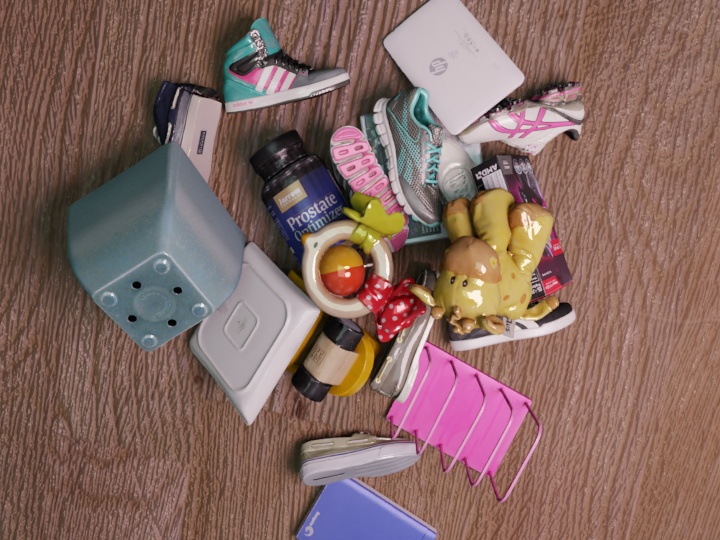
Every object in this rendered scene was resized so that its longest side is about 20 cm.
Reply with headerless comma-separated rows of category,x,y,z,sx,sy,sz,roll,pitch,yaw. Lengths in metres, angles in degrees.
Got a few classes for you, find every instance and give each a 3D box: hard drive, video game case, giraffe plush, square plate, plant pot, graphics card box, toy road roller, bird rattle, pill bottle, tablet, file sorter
hard drive,0.009,0.428,1.017,0.197,0.025,0.134,32,96,-1
video game case,0.100,-0.149,0.959,0.175,0.023,0.207,-9,96,3
giraffe plush,0.146,0.008,0.789,0.169,0.160,0.207,-10,95,40
square plate,-0.172,0.086,0.936,0.197,0.028,0.203,39,99,36
plant pot,-0.280,-0.013,0.865,0.193,0.202,0.198,-29,126,5
graphics card box,0.233,-0.062,0.894,0.050,0.124,0.206,-23,83,37
toy road roller,-0.058,0.107,0.958,0.199,0.145,0.125,40,99,36
bird rattle,0.000,0.000,0.853,0.157,0.113,0.207,-10,103,3
pill bottle,-0.079,-0.096,0.927,0.110,0.112,0.204,-31,94,5
tablet,0.130,-0.305,0.905,0.129,0.014,0.203,-35,67,7
file sorter,0.153,0.227,0.941,0.196,0.125,0.142,28,97,0

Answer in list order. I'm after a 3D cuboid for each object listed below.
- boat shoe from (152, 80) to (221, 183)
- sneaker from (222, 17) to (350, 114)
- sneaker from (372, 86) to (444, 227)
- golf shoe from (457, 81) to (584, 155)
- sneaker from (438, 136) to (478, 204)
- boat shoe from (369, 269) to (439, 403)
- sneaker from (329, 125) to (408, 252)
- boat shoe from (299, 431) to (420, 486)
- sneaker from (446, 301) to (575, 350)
boat shoe,-0.279,-0.188,0.958,0.091,0.074,0.206,25,103,24
sneaker,-0.118,-0.311,0.926,0.193,0.084,0.125,-10,105,5
sneaker,0.083,-0.164,0.877,0.090,0.076,0.206,-25,82,41
golf shoe,0.237,-0.209,0.914,0.193,0.073,0.095,-15,110,-3
sneaker,0.156,-0.101,0.911,0.073,0.081,0.205,-27,93,7
boat shoe,0.069,0.090,0.942,0.059,0.072,0.208,20,80,-6
sneaker,0.010,-0.122,0.924,0.072,0.088,0.203,-30,112,0
boat shoe,-0.002,0.286,0.984,0.193,0.063,0.073,-6,140,-9
sneaker,0.221,0.046,0.946,0.193,0.073,0.116,-14,94,4
